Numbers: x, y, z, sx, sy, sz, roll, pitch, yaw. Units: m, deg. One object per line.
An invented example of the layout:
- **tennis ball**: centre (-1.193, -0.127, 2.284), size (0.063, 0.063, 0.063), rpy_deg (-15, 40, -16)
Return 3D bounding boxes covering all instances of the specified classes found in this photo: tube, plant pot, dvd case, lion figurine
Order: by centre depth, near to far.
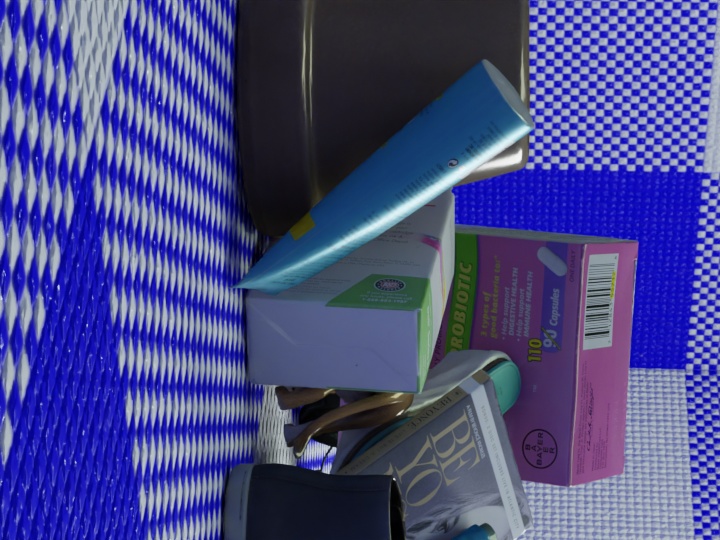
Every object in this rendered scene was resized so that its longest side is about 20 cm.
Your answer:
- **tube**: centre (0.012, -0.045, 1.302), size (0.051, 0.200, 0.077), rpy_deg (57, 14, 19)
- **plant pot**: centre (0.020, -0.122, 1.386), size (0.200, 0.173, 0.202), rpy_deg (0, 90, -85)
- **dvd case**: centre (0.023, 0.174, 1.452), size (0.016, 0.200, 0.149), rpy_deg (36, -27, 44)
- **lion figurine**: centre (0.003, 0.069, 1.470), size (0.200, 0.122, 0.073), rpy_deg (-101, -178, -65)

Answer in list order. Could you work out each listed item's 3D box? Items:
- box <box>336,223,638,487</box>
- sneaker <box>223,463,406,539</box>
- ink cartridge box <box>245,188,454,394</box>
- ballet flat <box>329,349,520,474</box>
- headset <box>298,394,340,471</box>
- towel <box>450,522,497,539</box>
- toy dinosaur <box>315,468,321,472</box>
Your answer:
- **box**: centre (0.093, 0.057, 1.625), size (0.097, 0.199, 0.177), rpy_deg (-3, 97, -58)
- **sneaker**: centre (-0.025, 0.216, 1.324), size (0.075, 0.106, 0.201), rpy_deg (-62, 152, -69)
- **ink cartridge box**: centre (0.000, 0.000, 1.454), size (0.200, 0.116, 0.068), rpy_deg (-70, 161, -59)
- **ballet flat**: centre (0.030, 0.110, 1.506), size (0.200, 0.069, 0.070), rpy_deg (-32, 132, -40)
- **headset**: centre (0.001, 0.098, 1.746), size (0.124, 0.093, 0.201), rpy_deg (-80, 177, -61)
- **towel**: centre (0.010, 0.262, 1.472), size (0.022, 0.199, 0.147), rpy_deg (41, -35, 41)
- **toy dinosaur**: centre (-0.027, 0.192, 1.547), size (0.136, 0.085, 0.200), rpy_deg (-100, 168, -49)
